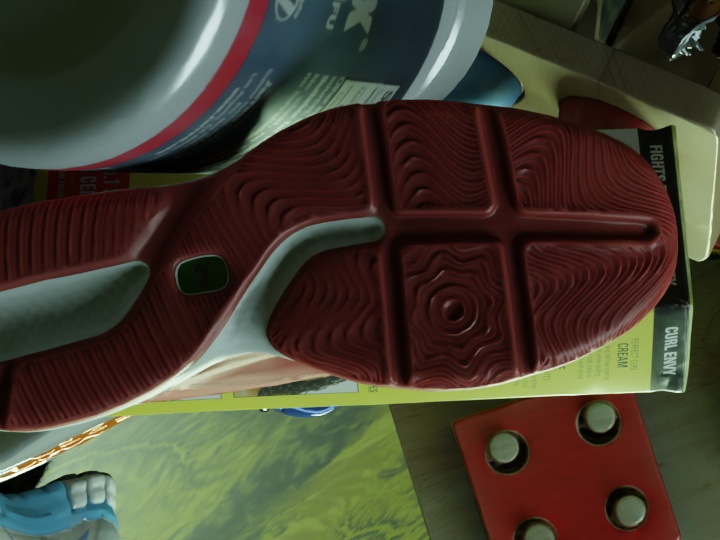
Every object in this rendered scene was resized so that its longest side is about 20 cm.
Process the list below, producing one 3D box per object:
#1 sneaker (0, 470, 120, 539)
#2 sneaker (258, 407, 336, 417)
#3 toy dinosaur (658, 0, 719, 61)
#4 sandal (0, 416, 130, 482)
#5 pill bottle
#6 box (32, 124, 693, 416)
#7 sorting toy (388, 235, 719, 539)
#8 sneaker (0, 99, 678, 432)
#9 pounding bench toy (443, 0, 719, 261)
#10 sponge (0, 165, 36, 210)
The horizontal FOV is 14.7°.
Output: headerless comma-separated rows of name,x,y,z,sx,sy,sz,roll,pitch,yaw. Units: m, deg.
sneaker,-0.140,0.131,1.065,0.075,0.087,0.200,-29,168,27
sneaker,-0.037,0.022,1.036,0.075,0.079,0.200,-24,174,-19
toy dinosaur,0.087,-0.165,0.842,0.135,0.201,0.102,-4,165,-12
sandal,-0.091,0.021,0.965,0.206,0.059,0.079,-30,174,31
pill bottle,-0.041,-0.087,0.775,0.120,0.120,0.200,-51,162,18
box,0.000,0.000,0.859,0.199,0.076,0.050,-2,144,3
sorting toy,0.105,0.018,1.080,0.199,0.200,0.070,-17,175,-1
sneaker,-0.018,-0.003,0.762,0.199,0.079,0.116,-4,-178,-1
pounding bench toy,0.090,-0.085,0.979,0.157,0.124,0.200,-63,167,-15
sponge,-0.050,-0.059,0.962,0.200,0.030,0.112,-21,151,-54
